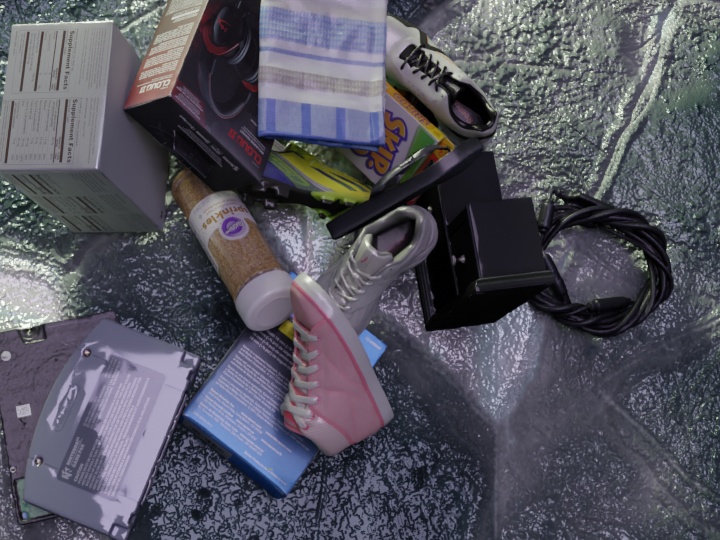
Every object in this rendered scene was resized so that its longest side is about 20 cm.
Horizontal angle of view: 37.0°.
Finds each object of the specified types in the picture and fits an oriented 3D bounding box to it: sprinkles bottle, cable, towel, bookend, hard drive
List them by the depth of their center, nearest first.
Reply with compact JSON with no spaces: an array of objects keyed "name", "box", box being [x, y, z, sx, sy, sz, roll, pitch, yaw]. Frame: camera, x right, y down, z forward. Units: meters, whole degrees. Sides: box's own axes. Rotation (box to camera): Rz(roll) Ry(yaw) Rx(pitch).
[{"name":"hard drive","box":[-0.310,0.155,1.145,0.137,0.038,0.204,-11,78,-15]},{"name":"towel","box":[-0.037,-0.232,1.146,0.144,0.024,0.204,5,79,-16]},{"name":"sprinkles bottle","box":[-0.139,-0.029,1.179,0.067,0.069,0.201,-25,60,-17]},{"name":"bookend","box":[0.124,-0.053,1.209,0.090,0.200,0.203,-6,78,-14]},{"name":"cable","box":[0.291,-0.002,1.312,0.197,0.051,0.165,25,72,-6]}]

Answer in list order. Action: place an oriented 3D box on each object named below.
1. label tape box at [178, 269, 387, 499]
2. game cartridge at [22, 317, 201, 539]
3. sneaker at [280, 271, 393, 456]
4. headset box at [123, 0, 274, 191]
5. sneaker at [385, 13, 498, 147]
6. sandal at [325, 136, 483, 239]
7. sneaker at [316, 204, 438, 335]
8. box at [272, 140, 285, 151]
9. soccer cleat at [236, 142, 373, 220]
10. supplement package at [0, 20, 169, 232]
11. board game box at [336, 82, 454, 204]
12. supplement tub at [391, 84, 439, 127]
[{"name":"label tape box","box":[-0.084,0.126,1.189,0.143,0.063,0.201,37,69,-1]},{"name":"game cartridge","box":[-0.261,0.159,1.108,0.131,0.041,0.203,22,74,-1]},{"name":"sneaker","box":[-0.045,0.107,1.096,0.104,0.075,0.202,-33,121,-13]},{"name":"headset box","box":[-0.152,-0.193,1.130,0.149,0.074,0.203,43,52,-41]},{"name":"sneaker","box":[0.081,-0.218,1.199,0.199,0.080,0.074,40,86,-4]},{"name":"sandal","box":[0.040,-0.094,1.157,0.198,0.076,0.043,-28,88,23]},{"name":"sneaker","box":[0.000,0.000,1.143,0.078,0.099,0.201,39,87,12]},{"name":"box","box":[-0.173,-0.182,1.260,0.199,0.041,0.039,40,71,-1]},{"name":"soccer cleat","box":[-0.055,-0.107,1.230,0.197,0.064,0.085,10,65,-33]},{"name":"supplement package","box":[-0.282,-0.144,1.131,0.109,0.200,0.159,0,75,7]},{"name":"board game box","box":[0.007,-0.168,1.206,0.199,0.096,0.030,42,33,3]},{"name":"supplement tub","box":[0.012,-0.237,1.280,0.197,0.107,0.109,20,72,-6]}]
